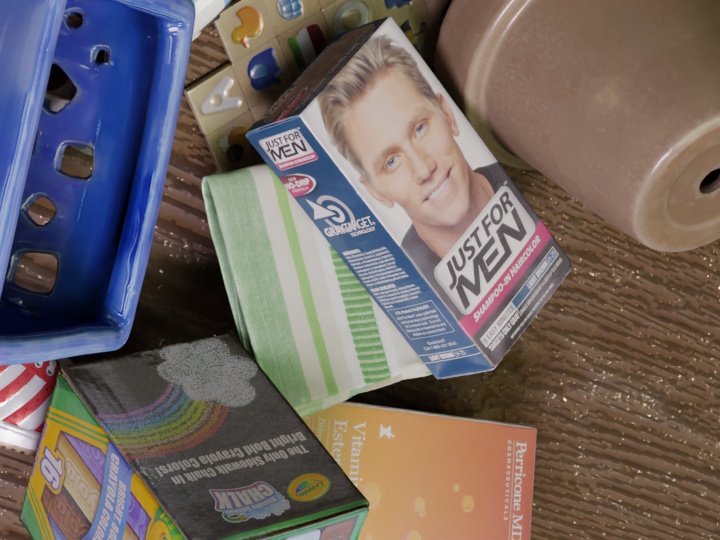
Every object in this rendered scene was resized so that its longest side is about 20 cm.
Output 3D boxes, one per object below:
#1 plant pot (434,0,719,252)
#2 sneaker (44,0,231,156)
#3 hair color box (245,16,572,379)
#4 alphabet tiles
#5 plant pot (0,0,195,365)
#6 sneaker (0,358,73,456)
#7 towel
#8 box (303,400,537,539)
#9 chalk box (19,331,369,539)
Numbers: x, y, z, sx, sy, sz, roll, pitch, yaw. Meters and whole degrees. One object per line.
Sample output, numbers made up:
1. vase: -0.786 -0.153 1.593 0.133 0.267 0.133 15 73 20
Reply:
1. plant pot: 0.168 -0.107 1.396 0.199 0.175 0.201 -20 141 -17
2. sneaker: -0.117 -0.158 1.296 0.072 0.072 0.201 31 90 -29
3. hair color box: 0.032 -0.042 1.382 0.200 0.060 0.100 51 57 -18
4. alphabet tiles: -0.010 -0.120 1.417 0.200 0.006 0.167 -33 125 -16
5. plant pot: -0.212 -0.069 1.166 0.200 0.179 0.201 1 100 -75
6. sneaker: -0.201 0.040 1.329 0.199 0.071 0.113 14 106 -33
7. towel: 0.000 0.000 1.403 0.199 0.023 0.153 -14 91 -38
8. box: 0.001 0.164 1.457 0.199 0.106 0.153 9 81 -34
9. chalk box: -0.085 0.152 1.287 0.124 0.200 0.124 -10 136 -36
